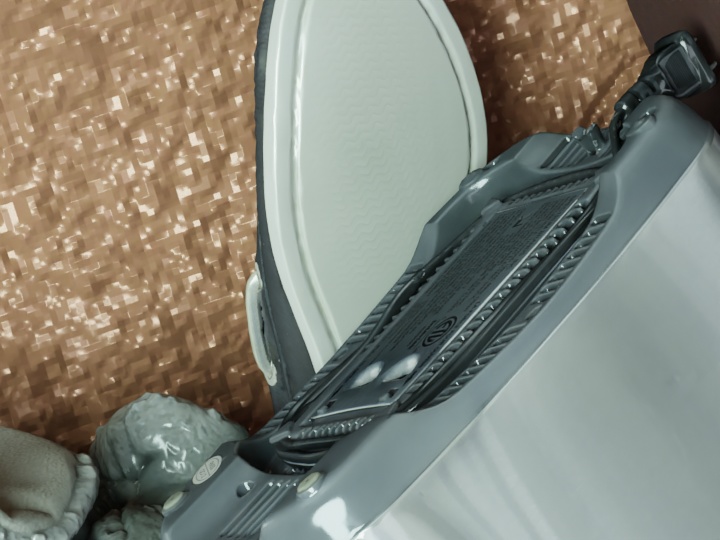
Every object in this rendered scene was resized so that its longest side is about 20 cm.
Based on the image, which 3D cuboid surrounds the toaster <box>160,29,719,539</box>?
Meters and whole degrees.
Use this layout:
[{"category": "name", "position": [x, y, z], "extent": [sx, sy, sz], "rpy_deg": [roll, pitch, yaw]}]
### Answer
[{"category": "toaster", "position": [0.057, 0.050, 0.729], "extent": [0.129, 0.114, 0.200], "rpy_deg": [49, 64, -14]}]

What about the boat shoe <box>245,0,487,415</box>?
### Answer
[{"category": "boat shoe", "position": [0.000, 0.000, 0.802], "extent": [0.074, 0.060, 0.200], "rpy_deg": [-28, 118, -26]}]

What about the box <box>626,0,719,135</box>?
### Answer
[{"category": "box", "position": [0.193, -0.037, 0.787], "extent": [0.164, 0.166, 0.200], "rpy_deg": [-28, 116, -5]}]

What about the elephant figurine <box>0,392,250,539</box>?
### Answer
[{"category": "elephant figurine", "position": [-0.127, 0.083, 0.741], "extent": [0.200, 0.155, 0.142], "rpy_deg": [22, 67, -35]}]
